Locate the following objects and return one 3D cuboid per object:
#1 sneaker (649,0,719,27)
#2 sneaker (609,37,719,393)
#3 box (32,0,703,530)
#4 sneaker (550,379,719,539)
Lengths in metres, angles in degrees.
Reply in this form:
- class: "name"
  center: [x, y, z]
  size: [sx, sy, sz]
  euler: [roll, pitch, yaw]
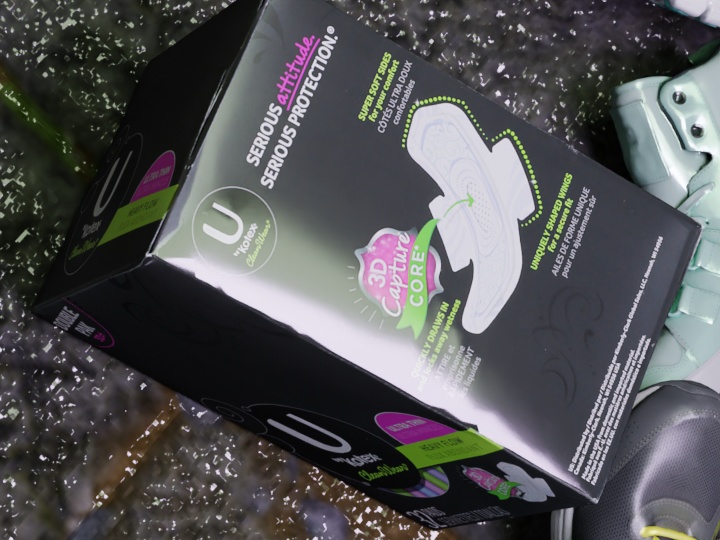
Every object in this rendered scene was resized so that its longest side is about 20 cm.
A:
- class: "sneaker"
  center: [0.174, -0.147, 1.233]
  size: [0.199, 0.078, 0.092]
  euler: [17, 103, -33]
- class: "sneaker"
  center: [0.123, -0.013, 1.205]
  size: [0.118, 0.074, 0.200]
  euler: [49, 58, -11]
- class: "box"
  center: [0.000, 0.000, 1.103]
  size: [0.200, 0.148, 0.125]
  euler: [30, 70, -17]
- class: "sneaker"
  center: [0.114, 0.144, 1.128]
  size: [0.074, 0.085, 0.201]
  euler: [11, 102, -29]
